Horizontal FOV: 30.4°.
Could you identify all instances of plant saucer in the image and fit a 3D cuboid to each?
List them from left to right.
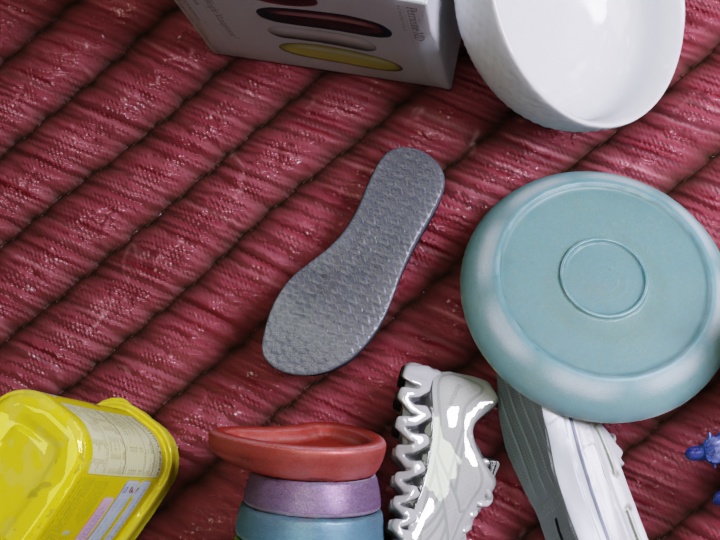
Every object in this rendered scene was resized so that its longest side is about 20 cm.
[{"bbox_3d":[0.171,0.010,0.942,0.199,0.027,0.201,1,62,-2],"label":"plant saucer"}]

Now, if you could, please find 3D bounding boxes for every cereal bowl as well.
[{"bbox_3d":[0.140,-0.197,0.959,0.083,0.199,0.201,-2,75,53],"label":"cereal bowl"}]

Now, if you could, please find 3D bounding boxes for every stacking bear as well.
[{"bbox_3d":[-0.040,0.216,0.931,0.113,0.121,0.201,5,93,53],"label":"stacking bear"}]

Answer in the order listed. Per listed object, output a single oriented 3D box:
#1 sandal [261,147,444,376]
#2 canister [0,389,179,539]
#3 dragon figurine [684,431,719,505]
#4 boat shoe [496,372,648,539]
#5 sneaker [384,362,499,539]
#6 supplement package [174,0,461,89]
[{"bbox_3d":[0.001,0.000,1.003,0.076,0.043,0.200,35,77,6],"label":"sandal"},{"bbox_3d":[-0.215,0.157,0.921,0.086,0.200,0.149,35,87,13],"label":"canister"},{"bbox_3d":[0.320,0.120,0.895,0.199,0.099,0.059,-14,78,6],"label":"dragon figurine"},{"bbox_3d":[0.154,0.141,0.943,0.066,0.074,0.201,-7,73,-23],"label":"boat shoe"},{"bbox_3d":[0.057,0.169,0.946,0.081,0.075,0.201,5,82,-1],"label":"sneaker"},{"bbox_3d":[-0.024,-0.241,0.969,0.199,0.191,0.148,10,82,11],"label":"supplement package"}]
